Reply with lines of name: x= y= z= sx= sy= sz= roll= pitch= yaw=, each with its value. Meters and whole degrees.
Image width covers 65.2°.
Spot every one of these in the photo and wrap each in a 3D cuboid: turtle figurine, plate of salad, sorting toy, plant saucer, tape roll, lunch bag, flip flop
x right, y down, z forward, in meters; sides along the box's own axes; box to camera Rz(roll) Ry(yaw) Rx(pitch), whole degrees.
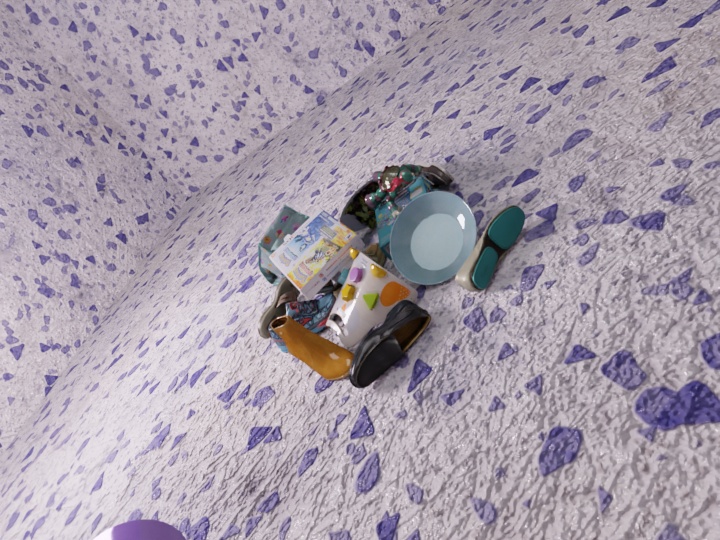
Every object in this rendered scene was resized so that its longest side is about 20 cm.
turtle figurine: x=0.086 y=-0.202 z=1.321 sx=0.151 sy=0.101 sz=0.199 roll=-54 pitch=24 yaw=-17
plate of salad: x=0.030 y=-0.169 z=1.488 sx=0.199 sy=0.200 sz=0.048 roll=-41 pitch=67 yaw=3
sorting toy: x=-0.004 y=0.065 z=1.216 sx=0.182 sy=0.106 sz=0.200 roll=-58 pitch=36 yaw=3
plant saucer: x=0.157 y=-0.065 z=1.196 sx=0.197 sy=0.039 sz=0.206 roll=-10 pitch=71 yaw=29
tape roll: x=-0.376 y=0.524 z=0.933 sx=0.200 sy=0.201 sz=0.065 roll=-46 pitch=25 yaw=-10
lunch bag: x=-0.223 y=-0.062 z=1.692 sx=0.172 sy=0.120 sz=0.201 roll=-60 pitch=-11 yaw=-30
flip flop: x=-0.203 y=0.095 z=1.499 sx=0.057 sy=0.082 sz=0.202 roll=7 pitch=53 yaw=36

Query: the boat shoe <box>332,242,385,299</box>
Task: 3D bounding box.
boat shoe: x=0.000 y=0.000 z=1.360 sx=0.072 sy=0.063 sz=0.202 roll=-14 pitch=38 yaw=44

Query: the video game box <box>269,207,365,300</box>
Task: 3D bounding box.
video game box: x=-0.108 y=-0.045 z=1.331 sx=0.182 sy=0.047 sz=0.200 roll=-46 pitch=38 yaw=-5

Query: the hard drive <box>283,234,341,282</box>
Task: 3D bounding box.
hard drive: x=-0.126 y=-0.033 z=1.510 sx=0.026 sy=0.132 sz=0.199 roll=-47 pitch=26 yaw=-11

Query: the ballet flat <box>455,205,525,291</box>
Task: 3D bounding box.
ballet flat: x=0.246 y=-0.044 z=1.083 sx=0.201 sy=0.070 sz=0.069 roll=-53 pitch=28 yaw=-20

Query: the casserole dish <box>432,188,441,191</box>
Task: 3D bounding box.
casserole dish: x=0.135 y=-0.141 z=1.414 sx=0.198 sy=0.039 sz=0.122 roll=-26 pitch=30 yaw=32

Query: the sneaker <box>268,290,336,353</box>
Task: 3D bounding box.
sneaker: x=-0.136 y=0.110 z=1.346 sx=0.199 sy=0.096 sz=0.079 roll=-39 pitch=25 yaw=4

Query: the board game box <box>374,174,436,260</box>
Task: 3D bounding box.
board game box: x=0.109 y=-0.135 z=1.346 sx=0.150 sy=0.047 sz=0.202 roll=-34 pitch=30 yaw=20

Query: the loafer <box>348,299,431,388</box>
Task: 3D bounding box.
loafer: x=0.055 y=0.141 z=1.061 sx=0.201 sy=0.073 sz=0.072 roll=-52 pitch=32 yaw=-16

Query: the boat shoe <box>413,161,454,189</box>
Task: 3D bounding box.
boat shoe: x=0.181 y=-0.240 z=1.467 sx=0.060 sy=0.072 sz=0.200 roll=-48 pitch=22 yaw=0

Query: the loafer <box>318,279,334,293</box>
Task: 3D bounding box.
loafer: x=-0.106 y=0.026 z=1.385 sx=0.070 sy=0.064 sz=0.200 roll=-13 pitch=-1 yaw=-7

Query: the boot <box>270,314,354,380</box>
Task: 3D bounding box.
boot: x=-0.106 y=0.156 z=1.179 sx=0.199 sy=0.144 sz=0.071 roll=-2 pitch=46 yaw=53
